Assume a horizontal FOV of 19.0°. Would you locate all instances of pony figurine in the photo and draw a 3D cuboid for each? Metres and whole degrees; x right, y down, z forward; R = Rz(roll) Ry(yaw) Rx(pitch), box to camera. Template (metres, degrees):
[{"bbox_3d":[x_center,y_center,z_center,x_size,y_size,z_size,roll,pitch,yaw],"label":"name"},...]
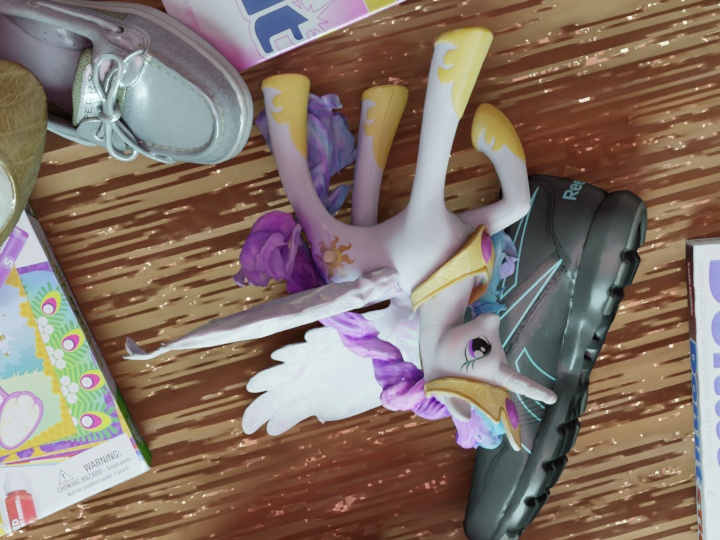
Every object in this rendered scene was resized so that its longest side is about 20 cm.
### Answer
[{"bbox_3d":[0.000,0.000,1.046,0.193,0.167,0.200,-11,72,25],"label":"pony figurine"}]

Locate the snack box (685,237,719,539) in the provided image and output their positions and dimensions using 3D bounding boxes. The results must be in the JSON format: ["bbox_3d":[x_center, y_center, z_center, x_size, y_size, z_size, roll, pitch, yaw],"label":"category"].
[{"bbox_3d":[0.213,0.081,1.137,0.072,0.024,0.200,-4,99,-2],"label":"snack box"}]

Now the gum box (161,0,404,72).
[{"bbox_3d":[-0.061,-0.205,1.041,0.113,0.066,0.200,-22,100,16],"label":"gum box"}]

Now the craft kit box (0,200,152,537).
[{"bbox_3d":[-0.236,0.051,1.093,0.200,0.049,0.198,-25,96,0],"label":"craft kit box"}]

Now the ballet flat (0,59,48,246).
[{"bbox_3d":[-0.209,-0.006,1.007,0.068,0.072,0.200,33,109,-19],"label":"ballet flat"}]

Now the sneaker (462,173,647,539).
[{"bbox_3d":[0.084,0.046,1.110,0.079,0.075,0.200,20,95,13],"label":"sneaker"}]

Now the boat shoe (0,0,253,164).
[{"bbox_3d":[-0.149,-0.098,1.036,0.202,0.065,0.074,26,126,9],"label":"boat shoe"}]
